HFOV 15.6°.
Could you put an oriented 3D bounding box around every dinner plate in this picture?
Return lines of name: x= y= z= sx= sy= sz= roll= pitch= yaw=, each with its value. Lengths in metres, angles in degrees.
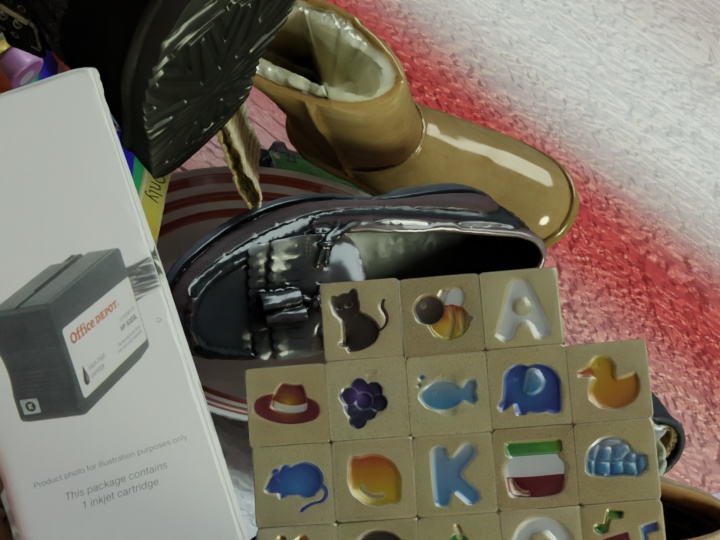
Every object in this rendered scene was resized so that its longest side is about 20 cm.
dinner plate: x=-0.044 y=0.016 z=1.299 sx=0.200 sy=0.024 sz=0.200 roll=6 pitch=38 yaw=-5

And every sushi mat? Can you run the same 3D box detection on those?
sushi mat: x=-0.068 y=-0.088 z=1.298 sx=0.200 sy=0.012 sz=0.096 roll=-102 pitch=173 yaw=-80

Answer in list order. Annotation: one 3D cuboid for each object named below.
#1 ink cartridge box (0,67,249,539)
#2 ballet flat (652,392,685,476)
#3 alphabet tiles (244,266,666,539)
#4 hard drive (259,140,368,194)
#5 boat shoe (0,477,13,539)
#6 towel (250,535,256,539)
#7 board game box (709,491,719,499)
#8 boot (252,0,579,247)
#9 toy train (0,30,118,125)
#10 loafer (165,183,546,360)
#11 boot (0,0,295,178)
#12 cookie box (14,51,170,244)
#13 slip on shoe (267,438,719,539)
ink cartridge box: x=-0.109 y=0.040 z=1.036 sx=0.145 sy=0.084 sz=0.200 roll=98 pitch=-26 yaw=-79
ballet flat: x=0.105 y=0.093 z=1.270 sx=0.073 sy=0.073 sz=0.200 roll=45 pitch=24 yaw=17
alphabet tiles: x=0.040 y=0.099 z=1.071 sx=0.006 sy=0.166 sz=0.201 roll=74 pitch=12 yaw=-77
hard drive: x=0.021 y=0.020 z=1.398 sx=0.139 sy=0.038 sz=0.200 roll=15 pitch=35 yaw=-33
boat shoe: x=-0.177 y=0.096 z=1.043 sx=0.071 sy=0.065 sz=0.200 roll=-6 pitch=49 yaw=-51
towel: x=0.032 y=0.176 z=1.099 sx=0.148 sy=0.050 sz=0.200 roll=-31 pitch=65 yaw=-23
board game box: x=0.152 y=0.200 z=1.176 sx=0.199 sy=0.041 sz=0.200 roll=-10 pitch=58 yaw=-28
boot: x=0.021 y=-0.071 z=1.320 sx=0.175 sy=0.066 sz=0.200 roll=18 pitch=-8 yaw=10
toy train: x=-0.140 y=-0.084 z=1.191 sx=0.150 sy=0.056 sz=0.200 roll=27 pitch=36 yaw=-10
loafer: x=0.000 y=0.000 z=1.245 sx=0.200 sy=0.072 sz=0.063 roll=-15 pitch=22 yaw=-34
boot: x=-0.113 y=-0.130 z=1.077 sx=0.079 sy=0.211 sz=0.158 roll=-40 pitch=85 yaw=-19
cookie box: x=-0.190 y=-0.071 z=1.249 sx=0.200 sy=0.075 sz=0.171 roll=24 pitch=35 yaw=-15
slip on shoe: x=0.060 y=0.098 z=1.103 sx=0.200 sy=0.061 sz=0.076 roll=21 pitch=44 yaw=-5
